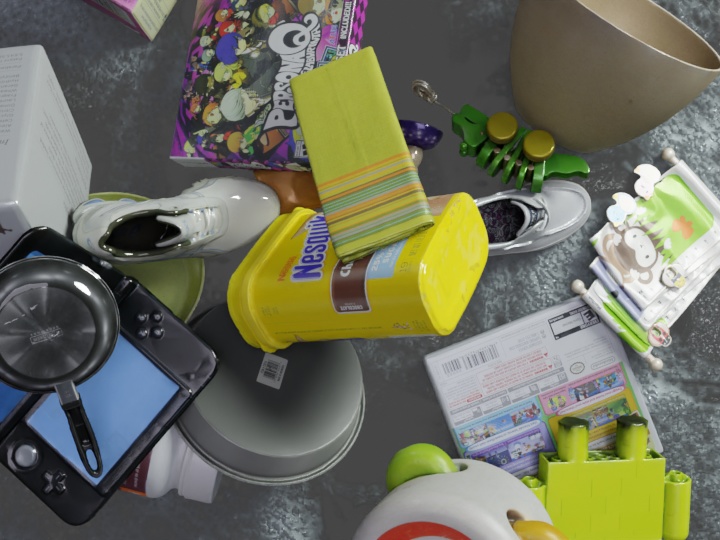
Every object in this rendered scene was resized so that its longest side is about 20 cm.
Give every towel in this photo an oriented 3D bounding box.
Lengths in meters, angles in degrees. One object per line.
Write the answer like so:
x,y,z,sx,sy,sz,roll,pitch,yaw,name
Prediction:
-0.003,-0.104,0.772,0.086,0.018,0.200,-20,61,6,towel

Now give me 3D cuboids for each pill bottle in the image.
-0.227,0.153,0.860,0.200,0.114,0.114,15,88,-1,pill bottle

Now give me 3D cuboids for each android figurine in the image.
0.241,0.246,0.894,0.182,0.041,0.200,1,97,-7,android figurine

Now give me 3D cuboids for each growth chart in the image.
0.306,-0.017,0.920,0.145,0.018,0.200,39,79,-2,growth chart

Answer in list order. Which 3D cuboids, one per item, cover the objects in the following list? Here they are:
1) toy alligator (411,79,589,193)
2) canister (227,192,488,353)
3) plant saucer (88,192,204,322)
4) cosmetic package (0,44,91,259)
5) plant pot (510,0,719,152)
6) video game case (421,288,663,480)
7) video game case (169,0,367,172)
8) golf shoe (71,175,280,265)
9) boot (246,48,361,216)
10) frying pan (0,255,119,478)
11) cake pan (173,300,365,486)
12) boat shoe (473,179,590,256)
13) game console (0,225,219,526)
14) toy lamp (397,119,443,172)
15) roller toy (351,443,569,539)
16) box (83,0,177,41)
0.126,-0.124,0.877,0.200,0.059,0.054,29,76,14,toy alligator
0.000,0.000,0.800,0.200,0.149,0.087,-5,125,33,canister
-0.252,0.012,0.870,0.200,0.031,0.200,2,59,-3,plant saucer
-0.349,-0.069,0.799,0.165,0.165,0.200,-7,52,-2,cosmetic package
0.225,-0.195,0.864,0.200,0.200,0.135,29,123,-1,plant pot
0.188,0.139,0.919,0.200,0.022,0.182,-21,89,-3,video game case
-0.089,-0.198,0.872,0.181,0.036,0.200,6,83,24,video game case
-0.158,-0.038,0.816,0.200,0.097,0.078,-14,106,-24,golf shoe
-0.056,-0.160,0.900,0.144,0.071,0.201,-15,76,12,boot
-0.256,0.082,0.715,0.115,0.031,0.190,5,100,-20,frying pan
-0.085,0.104,0.849,0.200,0.037,0.200,11,54,-15,cake pan
0.151,-0.052,0.883,0.200,0.069,0.072,-6,91,-18,boat shoe
-0.251,0.095,0.743,0.176,0.116,0.200,41,90,6,game console
0.035,-0.050,0.903,0.058,0.058,0.200,14,89,-1,toy lamp
0.087,0.280,0.825,0.200,0.140,0.183,23,104,19,roller toy
-0.241,-0.368,0.884,0.176,0.097,0.200,31,87,0,box
